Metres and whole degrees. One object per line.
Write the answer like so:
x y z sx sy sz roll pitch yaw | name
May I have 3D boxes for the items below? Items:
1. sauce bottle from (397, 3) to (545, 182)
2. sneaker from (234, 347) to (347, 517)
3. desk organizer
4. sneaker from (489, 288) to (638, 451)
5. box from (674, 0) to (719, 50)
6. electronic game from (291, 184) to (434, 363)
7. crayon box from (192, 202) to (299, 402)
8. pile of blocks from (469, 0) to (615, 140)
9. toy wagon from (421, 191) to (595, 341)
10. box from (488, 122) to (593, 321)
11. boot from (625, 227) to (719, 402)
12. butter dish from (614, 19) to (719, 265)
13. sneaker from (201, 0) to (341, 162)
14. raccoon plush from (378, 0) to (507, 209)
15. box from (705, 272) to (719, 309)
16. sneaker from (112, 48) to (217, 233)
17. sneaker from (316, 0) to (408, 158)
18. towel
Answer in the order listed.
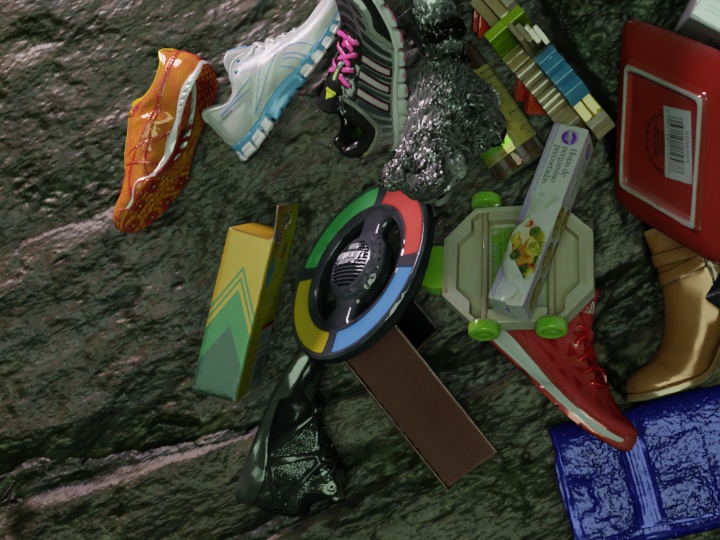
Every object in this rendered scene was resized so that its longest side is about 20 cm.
0.110 -0.186 1.409 0.064 0.065 0.201 -36 88 8 | sauce bottle
-0.050 0.170 1.452 0.113 0.076 0.202 20 100 3 | sneaker
0.064 0.116 1.421 0.077 0.072 0.201 -39 89 32 | desk organizer
0.224 0.081 1.390 0.200 0.078 0.116 42 95 19 | sneaker
0.399 -0.300 1.317 0.105 0.152 0.202 29 98 5 | box
0.000 0.000 1.383 0.041 0.200 0.201 32 100 -31 | electronic game
-0.115 0.024 1.422 0.050 0.127 0.203 15 95 6 | crayon box
0.171 -0.203 1.389 0.062 0.082 0.200 -40 89 8 | pile of blocks
0.138 -0.005 1.401 0.197 0.040 0.157 -3 65 15 | toy wagon
0.179 -0.049 1.363 0.038 0.042 0.202 15 70 23 | box
0.324 0.030 1.396 0.199 0.074 0.156 -31 90 -2 | boot
0.346 -0.134 1.329 0.146 0.199 0.203 -11 116 -20 | butter dish
-0.092 -0.214 1.420 0.086 0.075 0.201 36 97 -6 | sneaker
0.054 -0.160 1.329 0.096 0.134 0.202 -21 99 42 | raccoon plush
0.452 -0.017 1.322 0.147 0.104 0.201 37 76 0 | box
-0.217 -0.136 1.461 0.077 0.073 0.202 25 92 24 | sneaker
-0.005 -0.194 1.372 0.087 0.074 0.202 -25 128 -18 | sneaker
0.303 0.211 1.421 0.197 0.050 0.150 -16 93 8 | towel
